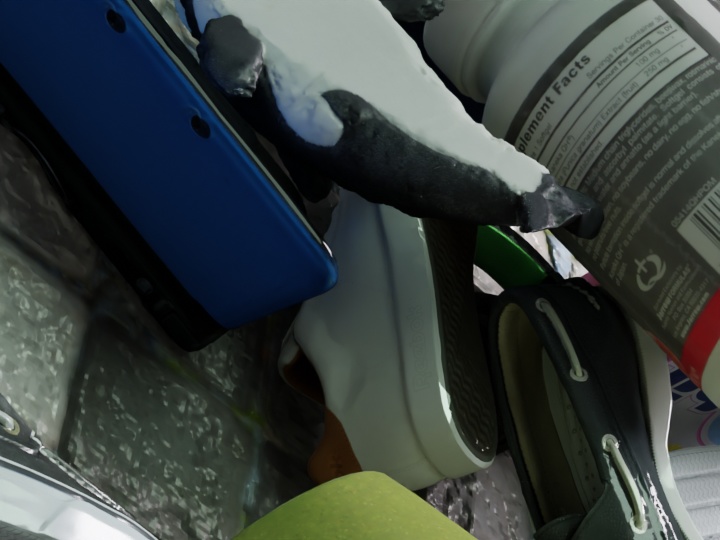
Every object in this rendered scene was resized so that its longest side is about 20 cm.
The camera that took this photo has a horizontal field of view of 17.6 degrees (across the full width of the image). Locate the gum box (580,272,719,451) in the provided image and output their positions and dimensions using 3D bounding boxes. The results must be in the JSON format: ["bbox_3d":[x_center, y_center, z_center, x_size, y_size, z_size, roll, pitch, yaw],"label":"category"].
[{"bbox_3d":[0.179,0.042,1.113,0.199,0.113,0.067,20,47,-44],"label":"gum box"}]

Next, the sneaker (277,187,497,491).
[{"bbox_3d":[0.000,0.000,0.926,0.073,0.084,0.201,46,32,-43],"label":"sneaker"}]

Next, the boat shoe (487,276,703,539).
[{"bbox_3d":[0.092,0.099,0.899,0.060,0.076,0.201,3,60,-30],"label":"boat shoe"}]

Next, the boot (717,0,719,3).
[{"bbox_3d":[0.102,-0.127,1.078,0.072,0.200,0.183,7,55,-25],"label":"boot"}]

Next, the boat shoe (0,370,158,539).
[{"bbox_3d":[-0.133,0.053,0.713,0.199,0.072,0.071,33,43,-30],"label":"boat shoe"}]

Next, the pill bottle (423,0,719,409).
[{"bbox_3d":[0.117,-0.049,0.902,0.200,0.111,0.110,48,27,23],"label":"pill bottle"}]

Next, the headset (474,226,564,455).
[{"bbox_3d":[0.060,0.054,1.003,0.123,0.094,0.201,-3,50,-49],"label":"headset"}]

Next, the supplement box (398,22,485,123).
[{"bbox_3d":[0.007,-0.158,1.057,0.108,0.109,0.201,21,46,-44],"label":"supplement box"}]

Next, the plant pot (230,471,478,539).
[{"bbox_3d":[0.024,0.172,0.750,0.187,0.187,0.201,-5,54,-55],"label":"plant pot"}]

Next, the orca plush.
[{"bbox_3d":[0.001,-0.057,0.880,0.199,0.071,0.105,29,45,13],"label":"orca plush"}]

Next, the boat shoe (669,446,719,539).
[{"bbox_3d":[0.183,0.126,1.076,0.199,0.071,0.073,3,63,-32],"label":"boat shoe"}]

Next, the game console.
[{"bbox_3d":[-0.077,-0.083,0.869,0.200,0.118,0.171,52,32,-9],"label":"game console"}]
